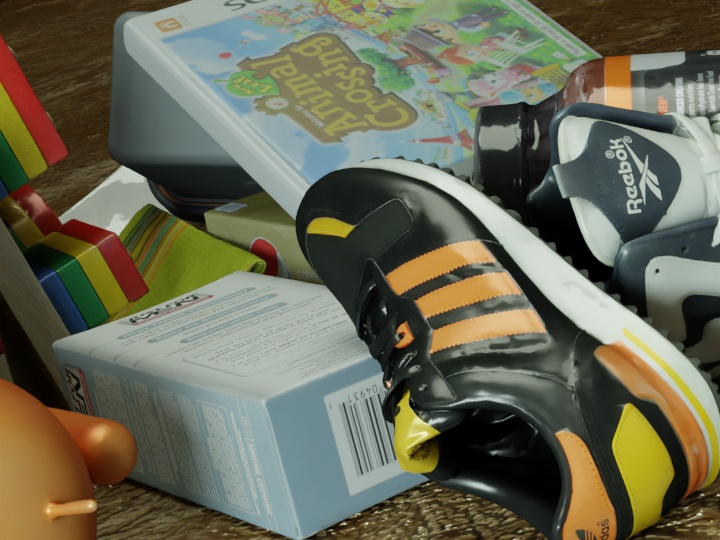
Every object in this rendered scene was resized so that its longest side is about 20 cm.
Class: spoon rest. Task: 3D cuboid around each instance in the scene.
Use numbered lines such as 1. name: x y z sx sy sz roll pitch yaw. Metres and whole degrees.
1. spoon rest: -0.132 -0.043 1.473 0.099 0.061 0.200 -8 14 28

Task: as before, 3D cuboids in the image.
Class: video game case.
1. video game case: 0.009 -0.096 1.145 0.182 0.022 0.200 -20 40 -23

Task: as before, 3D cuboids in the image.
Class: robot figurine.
1. robot figurine: -0.169 0.087 0.858 0.144 0.117 0.200 24 -7 -29

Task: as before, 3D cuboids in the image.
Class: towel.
1. towel: -0.104 0.014 1.194 0.086 0.018 0.200 -57 21 -4

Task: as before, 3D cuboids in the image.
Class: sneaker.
1. sneaker: 0.032 0.029 0.843 0.090 0.070 0.200 -32 51 -32
2. sneaker: 0.134 -0.033 0.872 0.199 0.080 0.130 -34 -33 32

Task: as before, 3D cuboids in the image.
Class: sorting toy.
1. sorting toy: -0.190 -0.039 1.186 0.070 0.200 0.199 -35 19 -17

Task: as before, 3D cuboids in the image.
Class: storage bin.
1. storage bin: -0.043 -0.081 1.289 0.200 0.146 0.134 2 -2 16

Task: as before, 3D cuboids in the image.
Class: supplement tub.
1. supplement tub: 0.150 -0.041 0.999 0.200 0.107 0.107 -3 15 8

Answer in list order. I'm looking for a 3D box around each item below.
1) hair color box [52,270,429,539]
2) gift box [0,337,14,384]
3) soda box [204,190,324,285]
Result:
1. hair color box: -0.039 0.051 0.983 0.099 0.061 0.200 -21 15 -27
2. gift box: -0.277 0.026 1.061 0.187 0.200 0.185 -22 10 -22
3. soda box: 0.000 0.000 1.132 0.064 0.068 0.200 -20 14 -24
